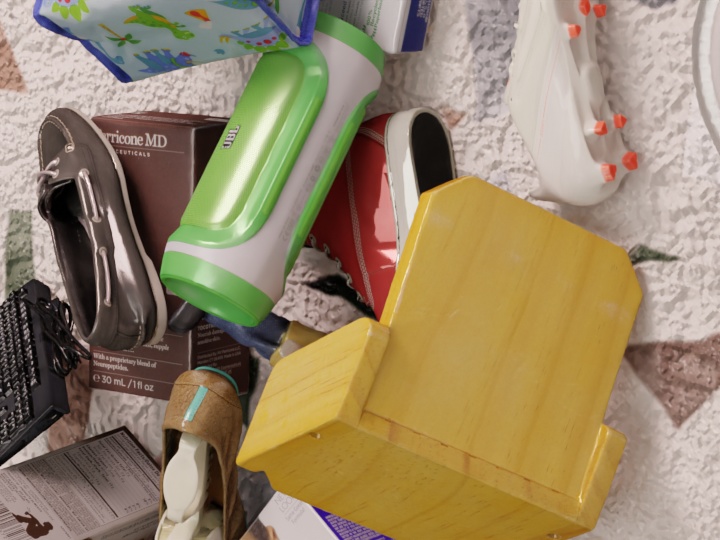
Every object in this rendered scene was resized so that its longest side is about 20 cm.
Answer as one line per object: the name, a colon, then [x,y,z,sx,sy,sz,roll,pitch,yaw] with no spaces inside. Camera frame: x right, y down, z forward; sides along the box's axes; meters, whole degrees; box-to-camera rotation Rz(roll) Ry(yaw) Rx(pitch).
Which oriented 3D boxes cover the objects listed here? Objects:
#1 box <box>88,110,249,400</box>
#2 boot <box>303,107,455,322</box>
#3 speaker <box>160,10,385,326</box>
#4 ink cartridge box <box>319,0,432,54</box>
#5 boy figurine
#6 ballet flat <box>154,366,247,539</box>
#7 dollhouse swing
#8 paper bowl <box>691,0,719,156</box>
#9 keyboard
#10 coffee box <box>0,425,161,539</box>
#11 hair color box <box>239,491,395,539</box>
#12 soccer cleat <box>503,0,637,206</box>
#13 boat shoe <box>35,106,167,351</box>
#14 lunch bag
box: [-0.136,-0.010,1.740,0.100,0.075,0.201,7,99,34]
boot: [0.000,0.000,1.652,0.144,0.072,0.201,-11,83,35]
speaker: [-0.057,-0.068,1.595,0.088,0.088,0.201,17,75,31]
ink cartridge box: [-0.025,-0.266,1.645,0.199,0.041,0.201,22,109,31]
boy figurine: [-0.036,0.072,1.666,0.200,0.124,0.065,38,82,-4]
ballet flat: [-0.116,0.159,1.706,0.068,0.072,0.201,17,133,12]
dollhouse swing: [0.057,0.063,1.566,0.182,0.199,0.177,-28,45,53]
paper bowl: [0.285,-0.126,1.416,0.200,0.104,0.202,6,100,35]
keyboard: [-0.250,0.057,1.773,0.104,0.040,0.200,-39,29,9]
coffee box: [-0.233,0.195,1.758,0.080,0.200,0.113,47,119,16]
hair color box: [-0.001,0.247,1.691,0.200,0.065,0.109,49,121,21]
soccer cleat: [0.120,-0.139,1.550,0.077,0.069,0.201,-7,96,38]
boat shoe: [-0.193,-0.033,1.685,0.067,0.057,0.201,-53,53,43]
lunch bag: [-0.105,-0.239,1.607,0.169,0.127,0.201,-8,62,36]
